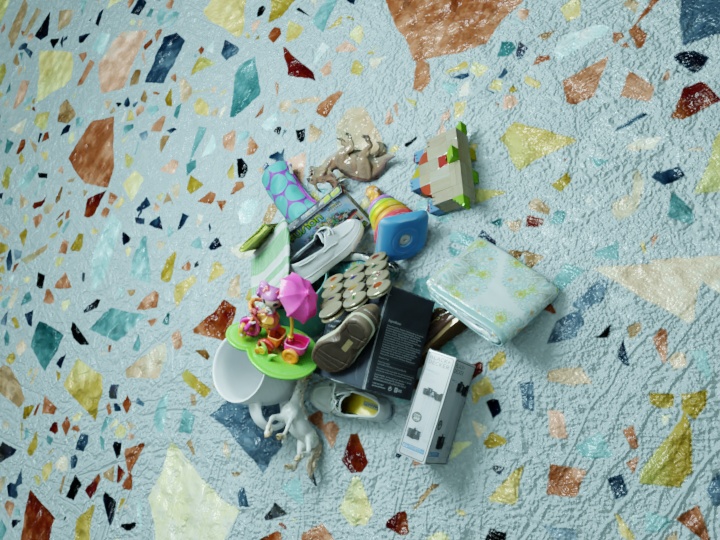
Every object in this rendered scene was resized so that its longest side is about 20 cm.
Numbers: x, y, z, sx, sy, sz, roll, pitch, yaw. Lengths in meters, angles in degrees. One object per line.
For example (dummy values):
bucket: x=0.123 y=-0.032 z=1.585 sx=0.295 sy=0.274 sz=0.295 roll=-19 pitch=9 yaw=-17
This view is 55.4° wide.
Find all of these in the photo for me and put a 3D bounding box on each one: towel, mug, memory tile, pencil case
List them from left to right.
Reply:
mug: x=-0.201 y=0.240 z=1.461 sx=0.146 sy=0.175 sz=0.203 roll=-22 pitch=66 yaw=25
towel: x=-0.212 y=-0.080 z=1.558 sx=0.086 sy=0.200 sz=0.018 roll=-40 pitch=88 yaw=12
towel: x=-0.194 y=0.004 z=1.453 sx=0.152 sy=0.023 sz=0.202 roll=-42 pitch=37 yaw=38
pencil case: x=-0.157 y=-0.173 z=1.613 sx=0.093 sy=0.084 sz=0.201 roll=-52 pitch=57 yaw=24
mug: x=-0.117 y=0.062 z=1.498 sx=0.150 sy=0.115 sz=0.186 roll=-12 pitch=36 yaw=19
memory tile: x=-0.011 y=0.028 z=1.327 sx=0.152 sy=0.017 sz=0.200 roll=-27 pitch=19 yaw=9
towel: x=0.246 y=0.035 z=1.301 sx=0.171 sy=0.048 sz=0.199 roll=-38 pitch=56 yaw=-21

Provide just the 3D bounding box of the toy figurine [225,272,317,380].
toy figurine: x=-0.157 y=0.083 z=1.322 sx=0.197 sy=0.151 sz=0.186 roll=22 pitch=125 yaw=8

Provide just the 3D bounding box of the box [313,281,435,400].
box: x=0.023 y=0.134 z=1.358 sx=0.199 sy=0.123 sz=0.200 roll=4 pitch=77 yaw=58

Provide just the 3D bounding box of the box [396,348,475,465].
box: x=0.146 y=0.259 z=1.296 sx=0.059 sy=0.116 sz=0.203 roll=14 pitch=82 yaw=31

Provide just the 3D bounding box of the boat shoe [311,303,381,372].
boat shoe: x=-0.020 y=0.124 z=1.269 sx=0.075 sy=0.075 sz=0.202 roll=45 pitch=139 yaw=-4

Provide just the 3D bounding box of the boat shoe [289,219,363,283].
boat shoe: x=-0.076 y=-0.054 z=1.457 sx=0.199 sy=0.069 sz=0.072 roll=-39 pitch=37 yaw=-16

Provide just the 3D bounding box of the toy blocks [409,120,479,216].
toy blocks: x=0.165 y=-0.201 z=1.445 sx=0.135 sy=0.099 sz=0.203 roll=-19 pitch=66 yaw=36

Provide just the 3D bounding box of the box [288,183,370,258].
box: x=-0.087 y=-0.091 z=1.533 sx=0.199 sy=0.110 sz=0.035 roll=-36 pitch=34 yaw=16

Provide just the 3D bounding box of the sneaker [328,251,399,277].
sneaker: x=0.000 y=0.000 z=1.492 sx=0.198 sy=0.077 sz=0.081 roll=6 pitch=93 yaw=38

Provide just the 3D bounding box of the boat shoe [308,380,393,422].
boat shoe: x=-0.036 y=0.270 z=1.413 sx=0.199 sy=0.086 sz=0.076 roll=11 pitch=81 yaw=31

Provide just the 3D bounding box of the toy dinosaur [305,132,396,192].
toy dinosaur: x=-0.013 y=-0.235 z=1.557 sx=0.197 sy=0.086 sz=0.138 roll=9 pitch=90 yaw=14

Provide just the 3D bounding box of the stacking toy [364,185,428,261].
stacking toy: x=0.055 y=-0.122 z=1.477 sx=0.114 sy=0.111 sz=0.201 roll=-12 pitch=42 yaw=-19

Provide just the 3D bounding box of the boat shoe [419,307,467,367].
boat shoe: x=0.156 y=0.110 z=1.360 sx=0.199 sy=0.070 sz=0.071 roll=-41 pitch=60 yaw=14

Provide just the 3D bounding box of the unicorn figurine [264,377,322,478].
unicorn figurine: x=-0.131 y=0.315 z=1.414 sx=0.073 sy=0.137 sz=0.203 roll=0 pitch=119 yaw=30
